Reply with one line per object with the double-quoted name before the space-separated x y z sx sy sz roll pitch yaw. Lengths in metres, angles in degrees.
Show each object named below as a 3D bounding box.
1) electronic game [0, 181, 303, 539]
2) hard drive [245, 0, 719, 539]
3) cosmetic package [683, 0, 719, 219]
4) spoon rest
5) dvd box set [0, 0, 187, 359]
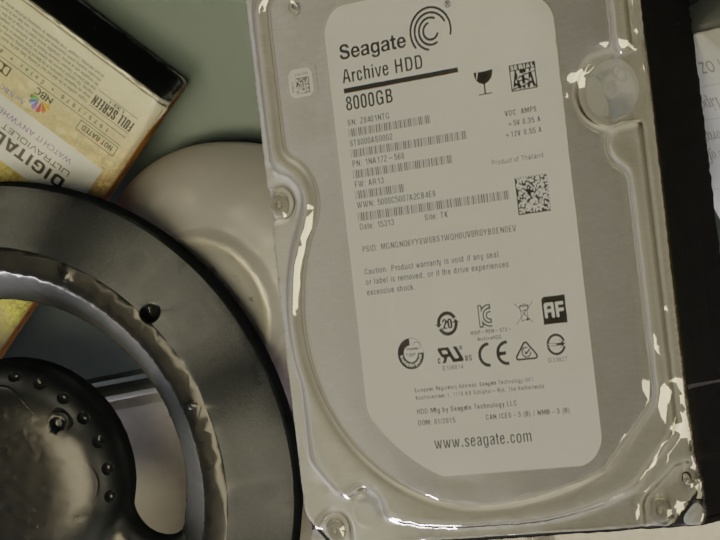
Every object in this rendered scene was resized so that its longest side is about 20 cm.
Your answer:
"electronic game" -0.114 0.069 0.795 0.199 0.042 0.201 4 102 18
"hard drive" 0.036 -0.021 0.688 0.139 0.038 0.201 -7 87 34
"cosmetic package" 0.174 -0.001 0.689 0.074 0.102 0.201 -32 100 -22
"spoon rest" 0.000 0.000 0.776 0.199 0.061 0.100 -5 108 30
"dvd box set" -0.172 -0.030 0.816 0.146 0.029 0.200 36 114 0
